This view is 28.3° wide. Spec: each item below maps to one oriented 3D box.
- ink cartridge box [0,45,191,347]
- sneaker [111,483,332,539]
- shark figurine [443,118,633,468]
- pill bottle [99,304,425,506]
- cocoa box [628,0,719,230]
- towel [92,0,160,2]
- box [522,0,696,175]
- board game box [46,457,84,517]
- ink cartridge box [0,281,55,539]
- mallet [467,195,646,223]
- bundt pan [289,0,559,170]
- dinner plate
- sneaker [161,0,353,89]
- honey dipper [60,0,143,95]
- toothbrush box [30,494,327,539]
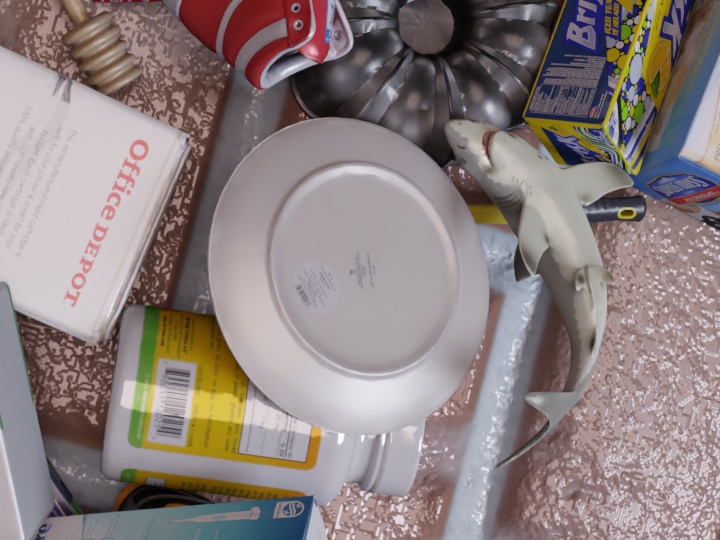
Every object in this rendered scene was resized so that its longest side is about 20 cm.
[{"bbox_3d":[-0.224,-0.058,0.910,0.198,0.085,0.147,25,85,-7],"label":"ink cartridge box"},{"bbox_3d":[-0.071,0.200,0.935,0.198,0.077,0.079,23,83,-10],"label":"sneaker"},{"bbox_3d":[0.119,0.011,0.927,0.126,0.089,0.218,-4,74,-28],"label":"shark figurine"},{"bbox_3d":[-0.062,0.091,0.920,0.197,0.111,0.113,9,87,-10],"label":"pill bottle"},{"bbox_3d":[0.281,-0.133,0.972,0.130,0.133,0.202,24,85,-7],"label":"cocoa box"},{"bbox_3d":[-0.088,-0.250,0.927,0.197,0.022,0.147,0,90,16],"label":"towel"},{"bbox_3d":[0.179,-0.171,0.962,0.064,0.070,0.202,12,72,35],"label":"box"},{"bbox_3d":[-0.286,0.118,0.919,0.134,0.034,0.202,-33,95,-9],"label":"board game box"},{"bbox_3d":[-0.296,0.099,0.842,0.197,0.088,0.148,-12,97,2],"label":"ink cartridge box"},{"bbox_3d":[0.106,-0.048,0.982,0.197,0.041,0.067,-9,122,-13],"label":"mallet"},{"bbox_3d":[0.045,-0.168,0.963,0.198,0.076,0.205,0,88,-9],"label":"bundt pan"},{"bbox_3d":[0.000,0.000,0.887,0.197,0.024,0.203,6,76,-25],"label":"dinner plate"},{"bbox_3d":[-0.025,-0.202,0.860,0.113,0.071,0.200,47,110,15],"label":"sneaker"},{"bbox_3d":[-0.204,-0.208,0.922,0.038,0.038,0.202,-30,105,-9],"label":"honey dipper"},{"bbox_3d":[-0.110,0.225,0.863,0.197,0.086,0.148,-5,120,14],"label":"toothbrush box"}]
